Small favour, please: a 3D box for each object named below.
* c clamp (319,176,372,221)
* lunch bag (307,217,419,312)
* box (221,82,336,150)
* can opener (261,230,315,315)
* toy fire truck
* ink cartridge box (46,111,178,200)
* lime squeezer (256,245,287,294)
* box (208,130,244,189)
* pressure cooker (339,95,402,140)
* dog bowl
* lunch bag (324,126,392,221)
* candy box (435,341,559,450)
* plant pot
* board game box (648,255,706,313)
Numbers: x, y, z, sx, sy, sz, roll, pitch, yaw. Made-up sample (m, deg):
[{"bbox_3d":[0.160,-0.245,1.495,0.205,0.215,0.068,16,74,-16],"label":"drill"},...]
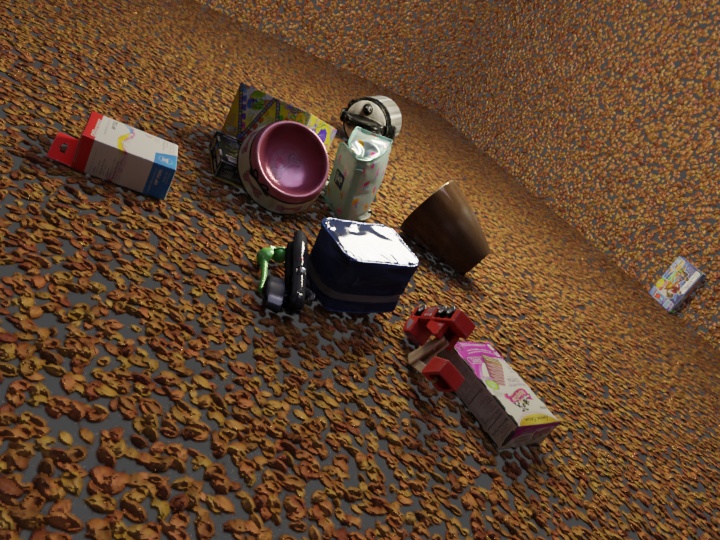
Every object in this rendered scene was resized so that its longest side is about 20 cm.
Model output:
[{"bbox_3d":[-0.038,-0.186,1.553,0.170,0.027,0.200,2,39,-47],"label":"c clamp"},{"bbox_3d":[0.000,0.000,1.110,0.198,0.133,0.136,5,35,-37],"label":"lunch bag"},{"bbox_3d":[-0.189,-0.337,1.465,0.191,0.123,0.200,27,9,12],"label":"box"},{"bbox_3d":[-0.111,-0.002,1.025,0.078,0.063,0.201,34,35,-23],"label":"can opener"},{"bbox_3d":[0.126,0.129,1.052,0.049,0.141,0.199,46,-21,-20],"label":"toy fire truck"},{"bbox_3d":[-0.429,-0.209,1.070,0.198,0.068,0.117,19,26,-26],"label":"ink cartridge box"},{"bbox_3d":[-0.143,-0.016,1.085,0.070,0.038,0.200,37,23,11],"label":"lime squeezer"},{"bbox_3d":[-0.235,-0.225,1.363,0.199,0.050,0.160,19,28,-30],"label":"box"},{"bbox_3d":[0.034,-0.503,2.064,0.180,0.175,0.200,65,27,-7],"label":"pressure cooker"},{"bbox_3d":[-0.154,-0.223,1.279,0.199,0.202,0.074,20,-18,-25],"label":"dog bowl"},{"bbox_3d":[-0.009,-0.227,1.449,0.121,0.172,0.200,21,32,1],"label":"lunch bag"},{"bbox_3d":[0.236,0.214,1.073,0.136,0.061,0.200,8,33,-44],"label":"candy box"},{"bbox_3d":[0.233,-0.092,1.552,0.200,0.187,0.187,50,26,6],"label":"plant pot"},{"bbox_3d":[1.302,0.059,2.506,0.034,0.201,0.136,16,28,-31],"label":"board game box"}]
